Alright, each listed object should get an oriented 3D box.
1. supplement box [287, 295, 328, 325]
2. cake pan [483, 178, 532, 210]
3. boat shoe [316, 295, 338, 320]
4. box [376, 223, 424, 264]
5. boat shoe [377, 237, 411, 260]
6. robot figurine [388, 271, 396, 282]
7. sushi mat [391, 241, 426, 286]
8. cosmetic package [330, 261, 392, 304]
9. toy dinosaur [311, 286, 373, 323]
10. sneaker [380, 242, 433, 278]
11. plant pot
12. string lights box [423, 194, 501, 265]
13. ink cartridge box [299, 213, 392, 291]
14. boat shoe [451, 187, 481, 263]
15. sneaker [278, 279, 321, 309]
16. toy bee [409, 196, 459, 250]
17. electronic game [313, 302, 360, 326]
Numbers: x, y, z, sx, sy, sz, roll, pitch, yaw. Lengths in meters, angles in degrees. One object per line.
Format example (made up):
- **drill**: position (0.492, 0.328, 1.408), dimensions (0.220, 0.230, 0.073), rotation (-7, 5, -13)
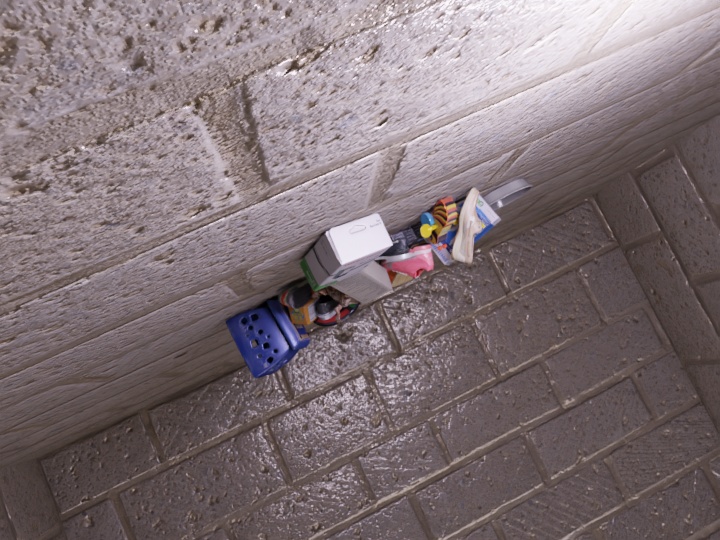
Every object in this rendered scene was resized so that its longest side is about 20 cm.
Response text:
- **supplement box**: position (-0.140, 0.096, 1.722), dimensions (0.066, 0.070, 0.200), rotation (3, -158, 30)
- **cake pan**: position (0.447, -0.233, 1.765), dimensions (0.199, 0.037, 0.200), rotation (-26, 173, -3)
- **boat shoe**: position (-0.070, 0.074, 1.710), dimensions (0.068, 0.057, 0.200), rotation (5, -145, 31)
- **box**: position (0.148, -0.091, 1.695), dimensions (0.199, 0.049, 0.161), rotation (-23, 169, -28)
- **boat shoe**: position (0.064, -0.059, 1.560), dimensions (0.199, 0.061, 0.075), rotation (-4, -174, 45)
- **robot figurine**: position (0.115, -0.013, 1.874), dimensions (0.142, 0.118, 0.200), rotation (11, 167, -6)
- **sushi mat**: position (0.159, -0.021, 1.735), dimensions (0.095, 0.012, 0.201), rotation (-20, 151, -35)
- **cosmetic package**: position (-0.008, 0.014, 1.511), dimensions (0.103, 0.074, 0.200), rotation (-28, 149, 20)
- **toy dinosaur**: position (-0.061, 0.054, 1.623), dimensions (0.086, 0.200, 0.136), rotation (-35, -160, 40)
- **sneaker**: position (0.132, -0.013, 1.609), dimensions (0.073, 0.088, 0.199), rotation (-16, 177, -42)
- **plant pot**: position (-0.276, 0.200, 1.744), dimensions (0.179, 0.201, 0.200), rotation (-32, 172, 4)
- **string lights box**: position (0.290, -0.119, 1.587), dimensions (0.200, 0.103, 0.059), rotation (-43, 164, 16)
- **ink cartridge box**: position (-0.037, -0.039, 1.277), dimensions (0.145, 0.085, 0.200), rotation (-22, 172, -28)
- **boat shoe**: position (0.298, -0.120, 1.499), dimensions (0.064, 0.202, 0.072), rotation (15, -169, 17)
- **sneaker**: position (-0.158, 0.051, 1.650), dimensions (0.199, 0.071, 0.093), rotation (-29, -158, -38)
- **toy bee**: position (0.218, -0.117, 1.517), dimensions (0.130, 0.109, 0.200), rotation (-27, 173, -4)
- **electronic game**: position (-0.084, 0.100, 1.829), dimensions (0.199, 0.201, 0.042), rotation (-27, 130, 7)
